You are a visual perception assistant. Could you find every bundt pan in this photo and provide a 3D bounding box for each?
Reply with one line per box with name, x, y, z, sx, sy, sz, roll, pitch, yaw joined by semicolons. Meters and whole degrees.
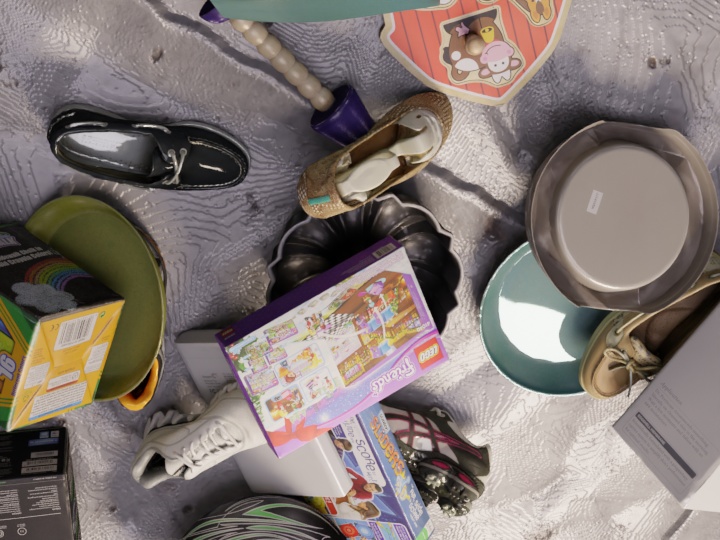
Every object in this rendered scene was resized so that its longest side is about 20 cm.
bundt pan;0.000;0.000;1.583;0.200;0.076;0.203;-4;117;-7

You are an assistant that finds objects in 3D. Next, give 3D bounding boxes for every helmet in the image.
helmet;-0.103;0.333;1.669;0.200;0.200;0.190;-43;117;13

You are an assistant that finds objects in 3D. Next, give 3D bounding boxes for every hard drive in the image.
hard drive;-0.100;0.148;1.627;0.131;0.027;0.201;-3;122;38

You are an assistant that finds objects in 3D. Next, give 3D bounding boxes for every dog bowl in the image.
dog bowl;0.255;-0.054;1.572;0.198;0.059;0.202;-1;95;-14

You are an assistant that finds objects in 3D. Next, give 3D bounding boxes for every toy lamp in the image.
toy lamp;-0.064;-0.192;1.493;0.058;0.058;0.200;-40;114;12

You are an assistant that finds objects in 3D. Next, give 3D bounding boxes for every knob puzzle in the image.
knob puzzle;0.114;-0.247;1.505;0.218;0.031;0.221;-3;116;-7

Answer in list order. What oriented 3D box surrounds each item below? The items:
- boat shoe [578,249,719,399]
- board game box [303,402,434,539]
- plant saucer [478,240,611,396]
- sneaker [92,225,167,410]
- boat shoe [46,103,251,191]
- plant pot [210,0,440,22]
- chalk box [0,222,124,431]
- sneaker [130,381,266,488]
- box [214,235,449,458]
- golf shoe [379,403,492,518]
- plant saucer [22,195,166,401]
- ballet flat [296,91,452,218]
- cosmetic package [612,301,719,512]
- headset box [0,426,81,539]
boat shoe;0.303;0.062;1.624;0.073;0.063;0.200;32;108;-22
board game box;-0.015;0.205;1.660;0.135;0.034;0.201;0;126;36
plant saucer;0.218;0.037;1.655;0.198;0.036;0.202;-3;115;-7
sneaker;-0.228;0.048;1.574;0.078;0.077;0.202;-8;115;-3
boat shoe;-0.202;-0.107;1.510;0.198;0.060;0.076;7;115;-11
plant pot;-0.040;-0.292;1.381;0.198;0.141;0.143;-13;88;3
chalk box;-0.347;0.040;1.497;0.199;0.125;0.125;31;114;25
sneaker;-0.154;0.173;1.600;0.199;0.081;0.075;-25;108;35
box;-0.025;0.074;1.524;0.199;0.039;0.138;-29;117;-11
golf shoe;0.049;0.180;1.686;0.199;0.088;0.077;35;141;-1
plant saucer;-0.259;0.025;1.529;0.199;0.031;0.202;8;104;33
ballet flat;0.029;-0.108;1.491;0.200;0.065;0.071;-38;112;-26
cosmetic package;0.402;0.139;1.637;0.200;0.123;0.199;-51;146;17
headset box;-0.382;0.280;1.655;0.173;0.093;0.202;-6;117;-6
